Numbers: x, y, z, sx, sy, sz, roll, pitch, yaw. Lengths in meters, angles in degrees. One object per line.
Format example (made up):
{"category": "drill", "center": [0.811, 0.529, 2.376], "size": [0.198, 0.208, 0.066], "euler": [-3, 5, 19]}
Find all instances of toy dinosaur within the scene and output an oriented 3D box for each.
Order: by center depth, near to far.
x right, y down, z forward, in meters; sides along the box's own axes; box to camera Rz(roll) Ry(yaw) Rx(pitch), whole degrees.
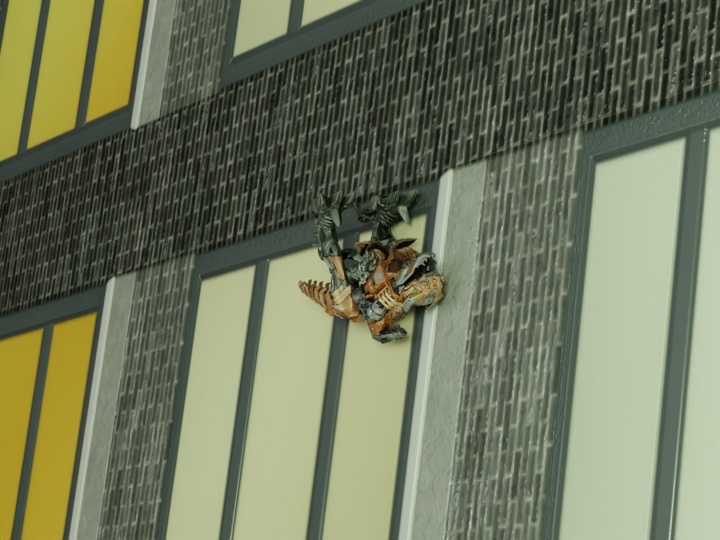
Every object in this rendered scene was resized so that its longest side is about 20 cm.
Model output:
{"category": "toy dinosaur", "center": [0.000, 0.000, 2.150], "size": [0.200, 0.102, 0.136], "euler": [-10, 84, 35]}
